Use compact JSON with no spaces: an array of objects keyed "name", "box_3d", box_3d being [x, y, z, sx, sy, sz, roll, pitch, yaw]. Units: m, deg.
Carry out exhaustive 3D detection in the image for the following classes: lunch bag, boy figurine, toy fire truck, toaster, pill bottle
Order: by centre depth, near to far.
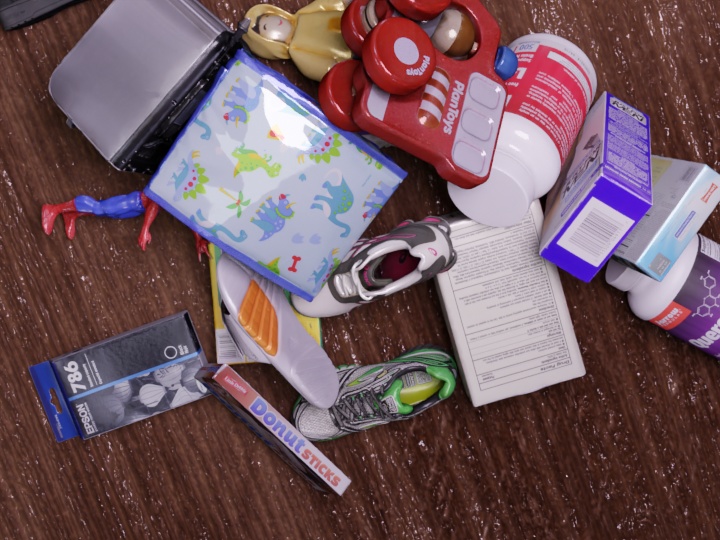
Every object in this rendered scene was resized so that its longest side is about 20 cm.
[{"name":"toy fire truck","box_3d":[0.067,-0.191,0.925,0.167,0.112,0.201,26,64,-21]},{"name":"lunch bag","box_3d":[-0.088,-0.096,0.978,0.200,0.127,0.170,31,99,-29]},{"name":"toaster","box_3d":[-0.202,-0.201,1.014,0.119,0.181,0.200,42,95,-1]},{"name":"pill bottle","box_3d":[0.164,-0.143,1.020,0.112,0.112,0.200,33,55,-5]},{"name":"boy figurine","box_3d":[-0.030,-0.257,1.061,0.199,0.064,0.125,7,67,13]},{"name":"pill bottle","box_3d":[0.377,0.026,1.092,0.199,0.112,0.113,27,96,-4]}]

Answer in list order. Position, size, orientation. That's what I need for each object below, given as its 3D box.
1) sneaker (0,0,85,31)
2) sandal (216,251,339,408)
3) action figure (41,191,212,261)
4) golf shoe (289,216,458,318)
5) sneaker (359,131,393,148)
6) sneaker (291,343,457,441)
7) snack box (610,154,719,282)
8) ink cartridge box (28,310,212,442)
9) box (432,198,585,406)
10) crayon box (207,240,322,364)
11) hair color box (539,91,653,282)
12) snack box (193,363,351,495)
[{"name":"sneaker","box_3d":[-0.343,-0.328,1.058,0.199,0.060,0.105,-21,102,5]},{"name":"sandal","box_3d":[-0.101,0.073,1.048,0.059,0.079,0.207,-19,115,34]},{"name":"action figure","box_3d":[-0.238,-0.046,1.062,0.199,0.065,0.099,-14,82,18]},{"name":"golf shoe","box_3d":[0.000,0.000,1.015,0.199,0.088,0.077,-24,94,26]},{"name":"sneaker","box_3d":[0.033,-0.187,1.084,0.199,0.070,0.100,-7,93,-7]},{"name":"sneaker","box_3d":[0.014,0.139,1.111,0.199,0.085,0.078,-23,97,2]},{"name":"snack box","box_3d":[0.295,-0.062,1.035,0.037,0.200,0.116,33,96,-11]},{"name":"ink cartridge box","box_3d":[-0.274,0.125,1.126,0.199,0.039,0.100,-21,98,2]},{"name":"box","box_3d":[0.152,0.029,1.088,0.127,0.109,0.201,-16,97,0]},{"name":"crayon box","box_3d":[-0.106,0.001,1.104,0.118,0.058,0.201,-4,97,-1]},{"name":"hair color box","box_3d":[0.243,-0.091,1.018,0.065,0.200,0.109,30,125,-4]},{"name":"snack box","box_3d":[-0.098,0.177,1.103,0.200,0.072,0.024,46,69,-15]}]
